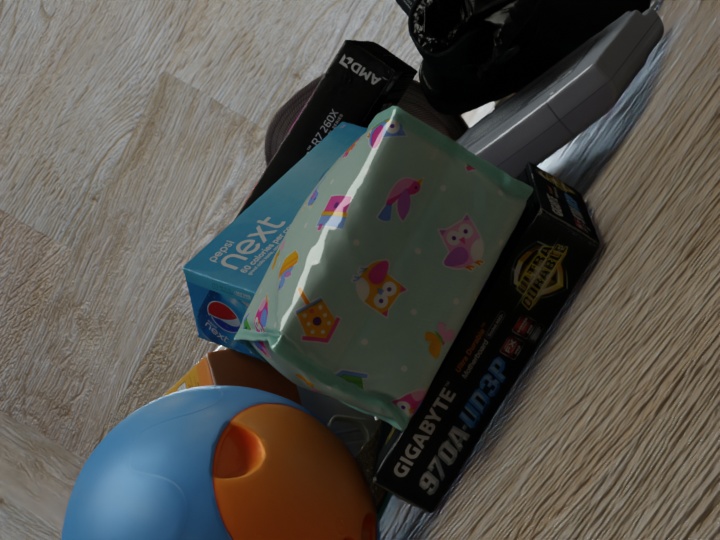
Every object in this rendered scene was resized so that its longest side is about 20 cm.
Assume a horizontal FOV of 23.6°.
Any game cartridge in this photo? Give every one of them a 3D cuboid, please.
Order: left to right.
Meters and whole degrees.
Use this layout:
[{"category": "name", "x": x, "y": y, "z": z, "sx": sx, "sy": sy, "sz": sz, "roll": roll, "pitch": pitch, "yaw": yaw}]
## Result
[{"category": "game cartridge", "x": 0.120, "y": -0.103, "z": 1.221, "sx": 0.200, "sy": 0.041, "sz": 0.133, "roll": -35, "pitch": 6, "yaw": 40}]

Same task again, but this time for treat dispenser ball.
[{"category": "treat dispenser ball", "x": -0.087, "y": 0.173, "z": 1.084, "sx": 0.201, "sy": 0.201, "sz": 0.201, "roll": -59, "pitch": 4, "yaw": 7}]

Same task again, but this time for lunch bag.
[{"category": "lunch bag", "x": 0.007, "y": 0.000, "z": 1.080, "sx": 0.171, "sy": 0.122, "sz": 0.200, "roll": -62, "pitch": 9, "yaw": -7}]

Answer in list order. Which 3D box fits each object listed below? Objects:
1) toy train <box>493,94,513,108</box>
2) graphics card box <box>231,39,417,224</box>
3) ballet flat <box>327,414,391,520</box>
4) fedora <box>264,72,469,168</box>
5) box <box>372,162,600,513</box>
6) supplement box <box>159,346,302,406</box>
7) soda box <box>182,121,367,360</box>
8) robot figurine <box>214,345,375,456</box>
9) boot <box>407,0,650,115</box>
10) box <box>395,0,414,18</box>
[{"category": "toy train", "x": 0.154, "y": -0.151, "z": 1.434, "sx": 0.150, "sy": 0.056, "sz": 0.200, "roll": -58, "pitch": -5, "yaw": -7}, {"category": "graphics card box", "x": -0.033, "y": -0.088, "z": 1.367, "sx": 0.200, "sy": 0.051, "sz": 0.125, "roll": -56, "pitch": -5, "yaw": 12}, {"category": "ballet flat", "x": 0.015, "y": 0.109, "z": 1.249, "sx": 0.200, "sy": 0.065, "sz": 0.071, "roll": -61, "pitch": 0, "yaw": -27}, {"category": "fedora", "x": 0.016, "y": -0.074, "z": 1.493, "sx": 0.177, "sy": 0.200, "sz": 0.090, "roll": -33, "pitch": 39, "yaw": 20}, {"category": "box", "x": 0.078, "y": 0.039, "z": 1.095, "sx": 0.200, "sy": 0.046, "sz": 0.159, "roll": -60, "pitch": 4, "yaw": 14}, {"category": "supplement box", "x": -0.110, "y": 0.114, "z": 1.270, "sx": 0.200, "sy": 0.066, "sz": 0.069, "roll": -43, "pitch": 60, "yaw": 57}, {"category": "soda box", "x": -0.037, "y": -0.024, "z": 1.227, "sx": 0.200, "sy": 0.068, "sz": 0.064, "roll": -46, "pitch": -39, "yaw": -38}, {"category": "robot figurine", "x": -0.049, "y": 0.111, "z": 1.346, "sx": 0.113, "sy": 0.201, "sz": 0.170, "roll": -20, "pitch": -14, "yaw": 12}, {"category": "boot", "x": 0.129, "y": -0.189, "z": 1.254, "sx": 0.200, "sy": 0.077, "sz": 0.168, "roll": -25, "pitch": -10, "yaw": -2}, {"category": "box", "x": 0.158, "y": -0.293, "z": 1.476, "sx": 0.200, "sy": 0.124, "sz": 0.197, "roll": -31, "pitch": -16, "yaw": -35}]
